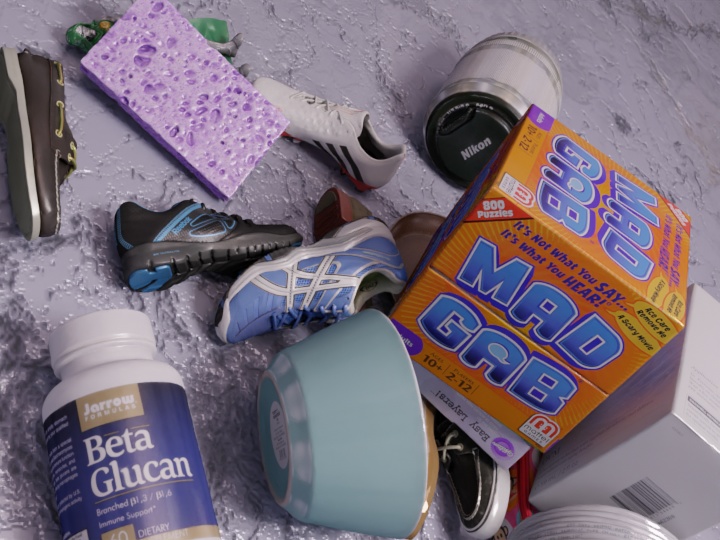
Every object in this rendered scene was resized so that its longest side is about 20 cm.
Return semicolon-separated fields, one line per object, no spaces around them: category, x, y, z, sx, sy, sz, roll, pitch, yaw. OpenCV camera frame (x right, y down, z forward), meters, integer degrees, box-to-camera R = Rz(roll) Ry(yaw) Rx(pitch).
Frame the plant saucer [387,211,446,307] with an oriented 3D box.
plant saucer;0.100;0.023;1.032;0.199;0.032;0.202;21;50;-27

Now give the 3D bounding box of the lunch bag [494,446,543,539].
lunch bag;0.207;0.228;0.951;0.175;0.082;0.201;26;46;-19

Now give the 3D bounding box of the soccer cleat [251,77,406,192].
soccer cleat;-0.036;-0.171;1.011;0.199;0.085;0.069;36;45;-15

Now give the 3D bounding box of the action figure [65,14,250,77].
action figure;-0.219;-0.239;0.934;0.198;0.055;0.119;-2;67;-36

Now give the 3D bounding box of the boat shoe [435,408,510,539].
boat shoe;0.105;0.182;0.906;0.063;0.071;0.201;24;41;-26

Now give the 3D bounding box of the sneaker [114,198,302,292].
sneaker;-0.143;-0.036;0.841;0.199;0.073;0.083;-6;64;-43

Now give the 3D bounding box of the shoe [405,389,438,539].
shoe;0.045;0.175;0.863;0.053;0.070;0.201;17;41;-6

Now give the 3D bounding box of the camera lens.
camera lens;0.182;-0.215;1.167;0.160;0.160;0.201;41;44;-9

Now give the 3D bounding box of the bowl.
bowl;-0.027;0.139;0.753;0.104;0.201;0.203;-5;64;-20

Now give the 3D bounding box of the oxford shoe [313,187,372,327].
oxford shoe;0.000;0.000;0.937;0.073;0.071;0.202;17;52;-33

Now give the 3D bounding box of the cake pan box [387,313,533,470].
cake pan box;0.131;0.090;0.921;0.200;0.052;0.184;43;40;9

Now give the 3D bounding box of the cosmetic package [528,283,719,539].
cosmetic package;0.293;0.155;0.865;0.123;0.200;0.200;40;42;-3

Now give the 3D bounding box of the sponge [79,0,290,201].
sponge;-0.178;-0.180;0.894;0.200;0.030;0.112;43;73;-15

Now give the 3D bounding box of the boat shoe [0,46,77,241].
boat shoe;-0.286;-0.117;0.777;0.060;0.072;0.203;0;59;-35

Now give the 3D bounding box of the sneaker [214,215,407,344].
sneaker;-0.046;0.019;0.828;0.199;0.076;0.077;-28;60;-11

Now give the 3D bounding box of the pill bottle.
pill bottle;-0.181;0.137;0.663;0.110;0.111;0.202;-1;63;-40

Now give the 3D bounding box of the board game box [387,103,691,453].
board game box;0.173;0.004;0.840;0.199;0.200;0.200;35;37;-1

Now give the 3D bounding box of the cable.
cable;0.230;0.306;0.824;0.199;0.200;0.069;36;40;-9
